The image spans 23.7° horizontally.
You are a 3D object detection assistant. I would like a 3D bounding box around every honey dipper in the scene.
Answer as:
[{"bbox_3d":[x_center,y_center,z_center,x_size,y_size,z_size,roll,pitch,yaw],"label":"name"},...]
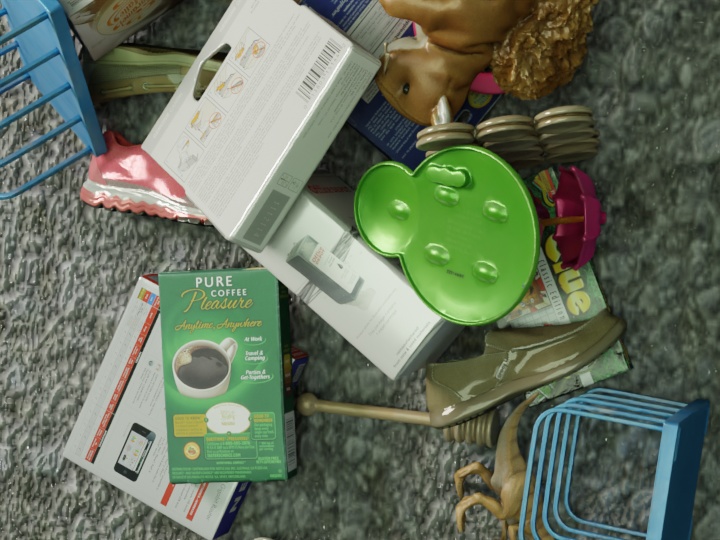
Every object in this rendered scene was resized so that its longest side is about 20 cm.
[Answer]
[{"bbox_3d":[0.032,0.137,1.624,0.198,0.038,0.038,6,93,17],"label":"honey dipper"}]

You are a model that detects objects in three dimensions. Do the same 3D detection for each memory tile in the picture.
[{"bbox_3d":[0.132,-0.111,1.497,0.152,0.200,0.017,-8,82,9],"label":"memory tile"}]

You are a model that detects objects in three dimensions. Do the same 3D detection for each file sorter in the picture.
[{"bbox_3d":[0.222,0.181,1.488,0.122,0.200,0.140,9,94,18],"label":"file sorter"},{"bbox_3d":[-0.340,-0.186,1.598,0.122,0.201,0.139,-32,58,-16],"label":"file sorter"}]

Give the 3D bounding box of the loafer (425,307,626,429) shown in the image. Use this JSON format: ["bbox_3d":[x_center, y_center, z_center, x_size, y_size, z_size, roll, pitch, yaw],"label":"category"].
[{"bbox_3d":[0.143,0.078,1.544,0.199,0.076,0.068,-26,85,8],"label":"loafer"}]

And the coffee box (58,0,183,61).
[{"bbox_3d":[-0.199,-0.299,1.608,0.199,0.114,0.080,-35,78,-6],"label":"coffee box"}]

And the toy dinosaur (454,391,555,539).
[{"bbox_3d":[0.137,0.194,1.582,0.105,0.060,0.201,-11,112,14],"label":"toy dinosaur"}]

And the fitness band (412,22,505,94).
[{"bbox_3d":[0.130,-0.259,1.556,0.143,0.037,0.201,24,96,-11],"label":"fitness band"}]

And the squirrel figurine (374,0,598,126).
[{"bbox_3d":[0.107,-0.206,1.478,0.199,0.142,0.188,16,104,-10],"label":"squirrel figurine"}]

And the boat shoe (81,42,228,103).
[{"bbox_3d":[-0.181,-0.182,1.660,0.199,0.073,0.064,8,101,18],"label":"boat shoe"}]

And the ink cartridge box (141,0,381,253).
[{"bbox_3d":[-0.091,-0.144,1.525,0.201,0.045,0.176,-56,45,10],"label":"ink cartridge box"}]

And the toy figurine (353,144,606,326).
[{"bbox_3d":[0.125,-0.044,1.505,0.199,0.183,0.151,19,108,38],"label":"toy figurine"}]

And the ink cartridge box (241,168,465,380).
[{"bbox_3d":[0.000,0.000,1.572,0.200,0.146,0.085,42,104,11],"label":"ink cartridge box"}]

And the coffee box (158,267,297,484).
[{"bbox_3d":[-0.124,0.098,1.612,0.122,0.044,0.202,-4,91,15],"label":"coffee box"}]

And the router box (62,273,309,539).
[{"bbox_3d":[-0.172,0.133,1.676,0.179,0.049,0.201,28,99,13],"label":"router box"}]

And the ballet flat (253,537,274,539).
[{"bbox_3d":[-0.113,0.289,1.657,0.199,0.069,0.064,-15,74,15],"label":"ballet flat"}]

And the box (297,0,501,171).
[{"bbox_3d":[0.022,-0.186,1.584,0.200,0.032,0.121,40,89,-12],"label":"box"}]

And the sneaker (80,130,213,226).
[{"bbox_3d":[-0.177,-0.091,1.658,0.199,0.074,0.088,10,93,16],"label":"sneaker"}]

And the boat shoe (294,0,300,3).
[{"bbox_3d":[-0.049,-0.217,1.616,0.074,0.075,0.204,6,93,16],"label":"boat shoe"}]

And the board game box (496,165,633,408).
[{"bbox_3d":[0.168,0.015,1.589,0.104,0.023,0.201,-22,85,13],"label":"board game box"}]
